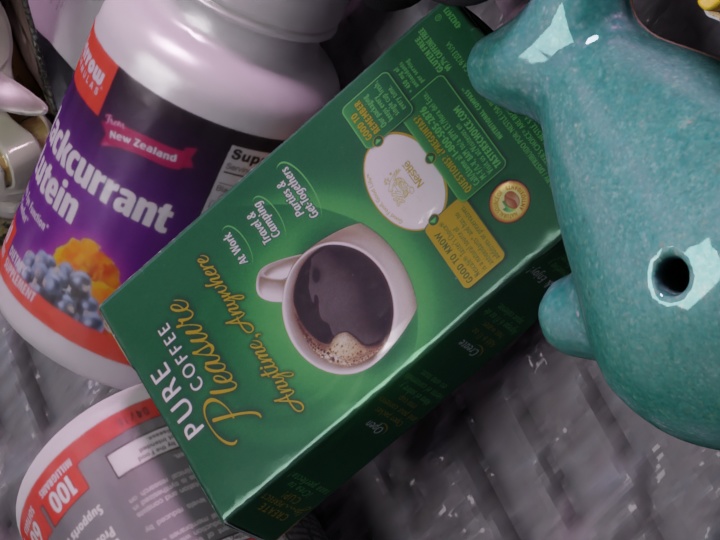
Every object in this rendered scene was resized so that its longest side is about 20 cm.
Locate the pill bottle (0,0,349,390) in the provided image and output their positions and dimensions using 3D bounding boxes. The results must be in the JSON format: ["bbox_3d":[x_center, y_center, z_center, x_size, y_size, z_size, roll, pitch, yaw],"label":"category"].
[{"bbox_3d":[-0.076,-0.057,1.144,0.111,0.111,0.201,44,119,37],"label":"pill bottle"}]

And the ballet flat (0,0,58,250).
[{"bbox_3d":[-0.172,-0.079,1.223,0.072,0.072,0.201,22,136,44],"label":"ballet flat"}]

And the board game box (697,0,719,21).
[{"bbox_3d":[0.165,-0.212,0.882,0.199,0.026,0.201,-25,85,22],"label":"board game box"}]

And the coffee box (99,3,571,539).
[{"bbox_3d":[0.000,0.000,1.061,0.200,0.044,0.123,-42,58,10],"label":"coffee box"}]

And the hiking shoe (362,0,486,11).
[{"bbox_3d":[0.026,-0.142,1.050,0.200,0.075,0.101,-111,12,-54],"label":"hiking shoe"}]

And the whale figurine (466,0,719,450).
[{"bbox_3d":[0.109,-0.028,0.937,0.159,0.104,0.200,-47,70,27],"label":"whale figurine"}]

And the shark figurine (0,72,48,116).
[{"bbox_3d":[-0.160,-0.172,1.122,0.128,0.089,0.215,40,105,31],"label":"shark figurine"}]

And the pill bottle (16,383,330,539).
[{"bbox_3d":[-0.055,0.152,1.114,0.116,0.115,0.200,-55,53,30],"label":"pill bottle"}]

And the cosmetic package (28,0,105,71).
[{"bbox_3d":[-0.100,-0.197,1.218,0.151,0.051,0.201,48,122,38],"label":"cosmetic package"}]
